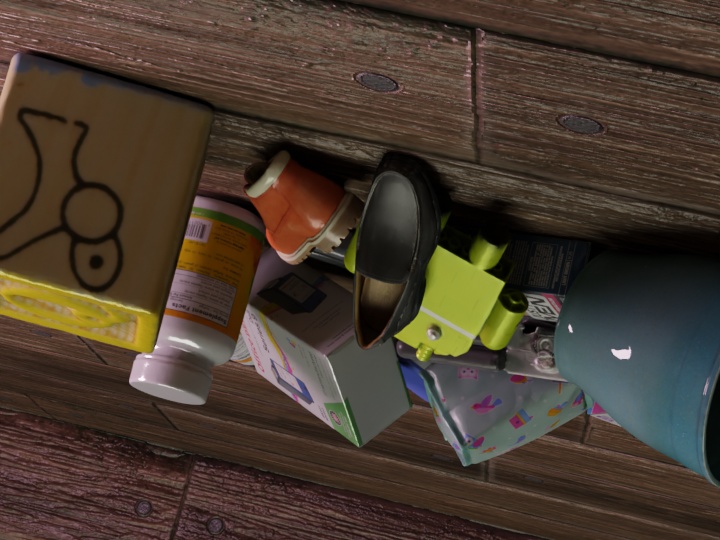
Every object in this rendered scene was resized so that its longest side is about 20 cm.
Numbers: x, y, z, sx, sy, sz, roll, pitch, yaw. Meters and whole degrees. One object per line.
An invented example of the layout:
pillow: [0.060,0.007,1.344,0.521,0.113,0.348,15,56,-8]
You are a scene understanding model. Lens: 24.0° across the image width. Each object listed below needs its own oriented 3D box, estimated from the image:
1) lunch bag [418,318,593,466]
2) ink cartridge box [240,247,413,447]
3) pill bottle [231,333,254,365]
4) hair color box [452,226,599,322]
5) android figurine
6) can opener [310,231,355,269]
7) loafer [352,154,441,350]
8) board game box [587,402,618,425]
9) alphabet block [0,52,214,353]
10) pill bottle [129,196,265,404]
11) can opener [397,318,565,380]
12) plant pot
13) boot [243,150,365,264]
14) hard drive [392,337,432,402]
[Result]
lunch bag: [0.162,0.135,1.856,0.170,0.122,0.200,-29,161,-1]
ink cartridge box: [-0.048,0.082,1.868,0.200,0.087,0.146,34,151,44]
pill bottle: [-0.151,0.047,2.012,0.199,0.112,0.111,26,162,-37]
hair color box: [0.142,0.004,1.677,0.199,0.061,0.100,8,163,26]
android figurine: [0.070,0.013,1.626,0.181,0.041,0.200,30,137,3]
can opener: [0.000,0.000,1.782,0.199,0.067,0.053,18,164,-15]
loafer: [0.028,-0.012,1.549,0.072,0.072,0.201,16,131,18]
board game box: [0.400,0.177,2.100,0.152,0.041,0.200,21,164,-23]
alphabet block: [-0.253,-0.056,1.558,0.194,0.201,0.196,16,166,-3]
pill bottle: [-0.176,0.033,1.779,0.110,0.201,0.111,14,166,4]
can opener: [0.138,0.072,1.744,0.199,0.054,0.067,8,-159,23]
plant pot: [0.288,0.073,1.558,0.187,0.201,0.200,21,172,36]
boot: [-0.070,-0.067,1.631,0.107,0.075,0.200,35,165,-9]
hard drive: [0.063,0.116,1.966,0.132,0.025,0.200,20,166,47]
